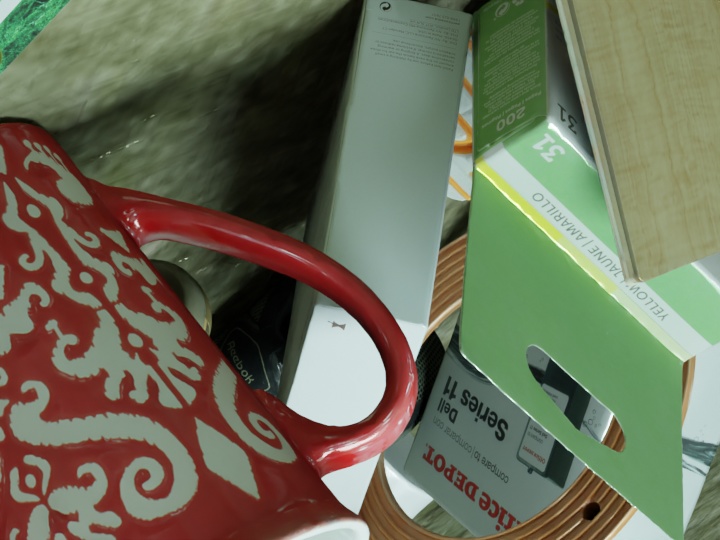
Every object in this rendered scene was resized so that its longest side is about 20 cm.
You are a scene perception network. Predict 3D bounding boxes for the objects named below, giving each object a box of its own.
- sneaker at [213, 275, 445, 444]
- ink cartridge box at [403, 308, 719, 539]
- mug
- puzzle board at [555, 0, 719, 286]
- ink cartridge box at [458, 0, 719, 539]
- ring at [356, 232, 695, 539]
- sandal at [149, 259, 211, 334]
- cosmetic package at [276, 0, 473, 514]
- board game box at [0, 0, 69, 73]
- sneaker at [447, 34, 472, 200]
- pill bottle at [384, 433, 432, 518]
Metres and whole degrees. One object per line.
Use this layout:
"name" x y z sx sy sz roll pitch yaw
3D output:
"sneaker" 0.003 0.038 1.274 0.114 0.077 0.199 -40 157 30
"ink cartridge box" 0.117 0.051 1.272 0.083 0.146 0.201 10 106 -34
"mug" -0.091 0.049 0.931 0.177 0.200 0.134 -23 157 -37
"puzzle board" 0.128 -0.108 1.003 0.017 0.202 0.150 -10 -174 45
"ink cartridge box" 0.102 -0.010 1.000 0.048 0.201 0.145 -32 124 28
"ring" 0.065 0.063 1.117 0.200 0.201 0.019 -41 133 12
"sandal" -0.152 0.051 1.033 0.199 0.080 0.054 -34 146 -14
"cosmetic package" 0.000 0.000 1.075 0.200 0.051 0.152 107 -5 -61
"board game box" -0.155 -0.071 0.808 0.200 0.024 0.105 -43 159 19
"sneaker" 0.095 -0.103 1.117 0.200 0.078 0.077 -40 -177 31
"pill bottle" -0.055 0.158 1.403 0.200 0.112 0.111 -42 161 14
